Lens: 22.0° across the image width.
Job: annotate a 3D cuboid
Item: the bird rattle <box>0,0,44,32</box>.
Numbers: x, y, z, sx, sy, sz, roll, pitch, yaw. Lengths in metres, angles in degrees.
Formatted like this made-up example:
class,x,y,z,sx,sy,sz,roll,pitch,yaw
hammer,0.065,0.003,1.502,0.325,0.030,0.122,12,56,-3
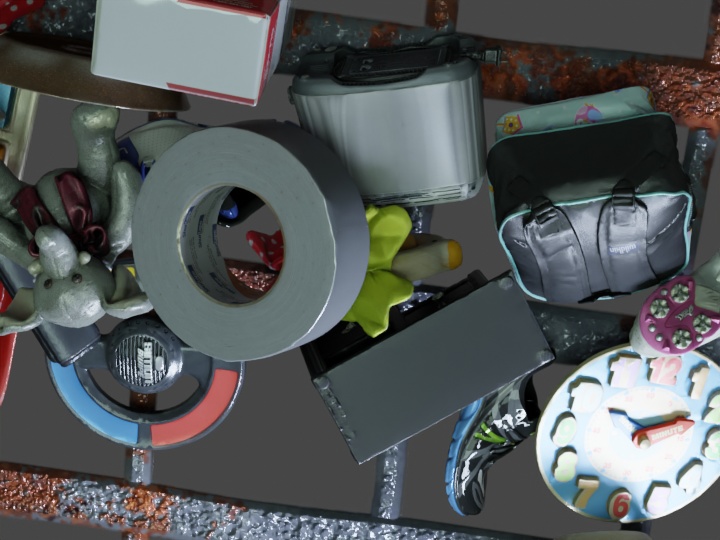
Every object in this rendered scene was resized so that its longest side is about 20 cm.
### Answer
class,x,y,z,sx,sy,sz,roll,pitch,yaw
bird rattle,-0.377,-0.300,1.648,0.162,0.113,0.201,-9,121,25

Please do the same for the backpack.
class,x,y,z,sx,sy,sz,roll,pitch,yaw
backpack,0.203,-0.059,1.622,0.175,0.154,0.200,-12,146,8

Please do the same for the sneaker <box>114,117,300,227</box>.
class,x,y,z,sx,sy,sz,roll,pitch,yaw
sneaker,-0.147,-0.089,1.680,0.198,0.115,0.081,-6,109,10

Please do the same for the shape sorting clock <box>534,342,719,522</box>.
class,x,y,z,sx,sy,sz,roll,pitch,yaw
shape sorting clock,0.263,0.156,1.748,0.199,0.039,0.201,-3,114,-8

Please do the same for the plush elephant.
class,x,y,z,sx,sy,sz,roll,pitch,yaw
plush elephant,-0.262,-0.020,1.637,0.164,0.155,0.201,-16,127,2

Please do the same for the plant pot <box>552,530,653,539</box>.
class,x,y,z,sx,sy,sz,roll,pitch,yaw
plant pot,0.234,0.322,1.770,0.199,0.200,0.135,-4,75,8

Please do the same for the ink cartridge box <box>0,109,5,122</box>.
class,x,y,z,sx,sy,sz,roll,pitch,yaw
ink cartridge box,-0.437,-0.110,1.684,0.200,0.067,0.116,-43,97,9

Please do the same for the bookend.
class,x,y,z,sx,sy,sz,roll,pitch,yaw
bookend,0.050,0.062,1.692,0.199,0.199,0.092,-28,106,0

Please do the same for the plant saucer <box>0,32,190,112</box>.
class,x,y,z,sx,sy,sz,roll,pitch,yaw
plant saucer,-0.243,-0.177,1.617,0.199,0.200,0.037,12,102,2

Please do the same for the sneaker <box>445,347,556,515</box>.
class,x,y,z,sx,sy,sz,roll,pitch,yaw
sneaker,0.133,0.151,1.762,0.082,0.071,0.201,20,109,5

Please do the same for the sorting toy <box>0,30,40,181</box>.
class,x,y,z,sx,sy,sz,roll,pitch,yaw
sorting toy,-0.399,-0.144,1.731,0.184,0.037,0.201,16,112,0

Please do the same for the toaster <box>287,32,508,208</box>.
class,x,y,z,sx,sy,sz,roll,pitch,yaw
toaster,0.038,-0.132,1.645,0.199,0.114,0.130,-5,114,8

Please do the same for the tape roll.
class,x,y,z,sx,sy,sz,roll,pitch,yaw
tape roll,-0.095,-0.026,1.576,0.199,0.066,0.202,5,101,26

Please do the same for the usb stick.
class,x,y,z,sx,sy,sz,roll,pitch,yaw
usb stick,-0.313,-0.003,1.735,0.055,0.033,0.201,-33,105,-14

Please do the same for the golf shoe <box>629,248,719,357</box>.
class,x,y,z,sx,sy,sz,roll,pitch,yaw
golf shoe,0.326,0.021,1.680,0.199,0.092,0.076,-23,79,-17

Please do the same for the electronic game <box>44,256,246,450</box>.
class,x,y,z,sx,sy,sz,roll,pitch,yaw
electronic game,-0.209,0.082,1.793,0.199,0.042,0.201,2,111,6

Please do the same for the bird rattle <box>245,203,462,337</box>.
class,x,y,z,sx,sy,sz,roll,pitch,yaw
bird rattle,0.000,0.000,1.676,0.162,0.200,0.113,-11,92,-30

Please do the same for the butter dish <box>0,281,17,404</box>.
class,x,y,z,sx,sy,sz,roll,pitch,yaw
butter dish,-0.433,0.051,1.751,0.198,0.148,0.201,15,112,0

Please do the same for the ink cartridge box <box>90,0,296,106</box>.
class,x,y,z,sx,sy,sz,roll,pitch,yaw
ink cartridge box,-0.136,-0.223,1.584,0.143,0.200,0.084,11,116,2
